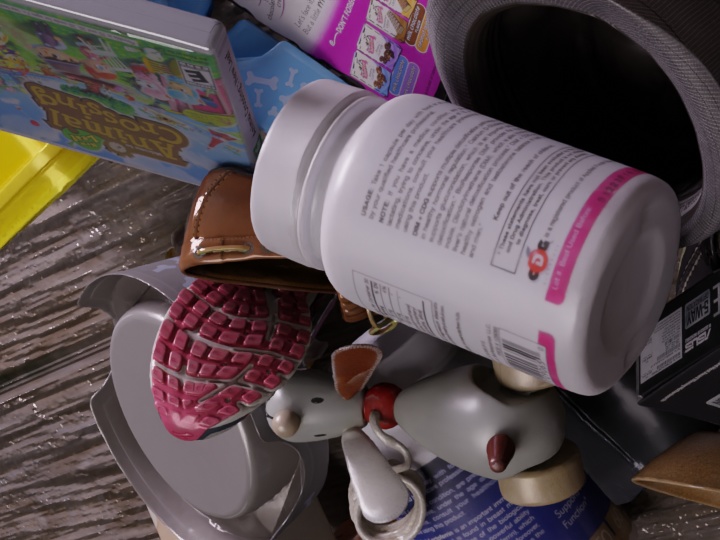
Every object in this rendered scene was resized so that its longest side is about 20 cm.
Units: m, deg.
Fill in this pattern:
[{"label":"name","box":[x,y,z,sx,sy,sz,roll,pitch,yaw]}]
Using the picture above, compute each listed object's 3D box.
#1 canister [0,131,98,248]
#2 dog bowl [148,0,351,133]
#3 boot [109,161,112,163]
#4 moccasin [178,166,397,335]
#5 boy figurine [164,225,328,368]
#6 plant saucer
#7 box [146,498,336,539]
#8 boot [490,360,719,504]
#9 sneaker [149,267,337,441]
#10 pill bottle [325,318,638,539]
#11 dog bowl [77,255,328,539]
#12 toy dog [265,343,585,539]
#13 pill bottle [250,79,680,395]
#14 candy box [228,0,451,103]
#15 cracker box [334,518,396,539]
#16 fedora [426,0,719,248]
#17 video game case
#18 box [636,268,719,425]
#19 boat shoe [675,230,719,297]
[{"label":"canister","box":[-0.255,-0.126,1.627,0.200,0.087,0.148,48,142,-4]},{"label":"dog bowl","box":[-0.086,-0.129,1.441,0.199,0.050,0.111,34,-178,-3]},{"label":"boot","box":[-0.183,-0.135,1.487,0.064,0.187,0.201,-15,115,21]},{"label":"moccasin","box":[0.000,-0.001,1.389,0.200,0.078,0.074,14,158,3]},{"label":"boy figurine","box":[-0.074,0.026,1.627,0.124,0.064,0.201,34,143,15]},{"label":"plant saucer","box":[0.247,0.120,1.385,0.199,0.036,0.200,13,175,1]},{"label":"box","box":[-0.066,0.199,1.702,0.201,0.077,0.095,63,142,22]},{"label":"boot","box":[0.129,0.031,1.449,0.200,0.066,0.165,48,149,-4]},{"label":"sneaker","box":[-0.059,0.035,1.445,0.080,0.200,0.075,22,128,9]},{"label":"pill bottle","box":[0.069,0.120,1.548,0.200,0.116,0.115,52,142,-12]},{"label":"dog bowl","box":[-0.096,0.081,1.584,0.200,0.058,0.201,34,140,35]},{"label":"toy dog","box":[0.034,0.092,1.425,0.199,0.096,0.133,-23,98,29]},{"label":"pill bottle","box":[0.051,-0.023,1.289,0.199,0.113,0.114,22,138,25]},{"label":"candy box","box":[-0.013,-0.184,1.373,0.199,0.061,0.137,34,143,11]},{"label":"cracker box","box":[0.071,0.242,1.711,0.200,0.058,0.134,49,144,-7]},{"label":"fedora","box":[0.131,-0.104,1.297,0.176,0.090,0.201,6,138,41]},{"label":"video game case","box":[-0.153,-0.107,1.391,0.199,0.022,0.182,16,159,14]},{"label":"box","box":[0.257,0.029,1.286,0.157,0.050,0.200,16,149,-24]},{"label":"boat shoe","box":[0.210,-0.016,1.333,0.072,0.065,0.200,39,143,3]}]
